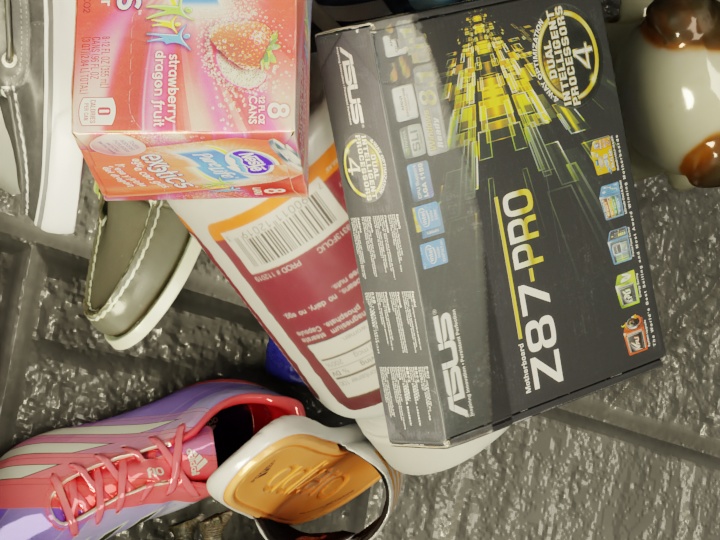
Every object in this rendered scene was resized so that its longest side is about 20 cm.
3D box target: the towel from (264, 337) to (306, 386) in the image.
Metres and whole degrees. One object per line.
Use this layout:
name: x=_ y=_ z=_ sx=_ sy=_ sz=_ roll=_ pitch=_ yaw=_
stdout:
towel: x=0.038 y=-0.020 z=1.228 sx=0.146 sy=0.050 sz=0.202 roll=2 pitch=117 yaw=-25

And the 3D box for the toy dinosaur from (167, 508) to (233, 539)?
toy dinosaur: x=-0.091 y=0.187 z=1.164 sx=0.199 sy=0.077 sz=0.103 roll=-25 pitch=93 yaw=-41

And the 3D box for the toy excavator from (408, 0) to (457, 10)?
toy excavator: x=0.042 y=-0.169 z=1.100 sx=0.199 sy=0.194 sz=0.100 roll=-30 pitch=94 yaw=-23

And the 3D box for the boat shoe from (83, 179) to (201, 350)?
boat shoe: x=-0.109 y=-0.058 z=1.174 sx=0.060 sy=0.072 sz=0.203 roll=34 pitch=60 yaw=-33

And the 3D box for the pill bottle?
pill bottle: x=0.000 y=0.000 z=1.141 sx=0.114 sy=0.114 sz=0.201 roll=-52 pitch=120 yaw=-30

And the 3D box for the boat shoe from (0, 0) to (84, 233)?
boat shoe: x=-0.158 y=-0.116 z=1.030 sx=0.066 sy=0.070 sz=0.202 roll=-1 pitch=105 yaw=-7

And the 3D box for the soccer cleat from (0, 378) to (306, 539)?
soccer cleat: x=-0.116 y=0.103 z=1.149 sx=0.199 sy=0.076 sz=0.067 roll=-22 pitch=98 yaw=-40

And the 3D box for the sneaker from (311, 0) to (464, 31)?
sneaker: x=0.014 y=-0.163 z=1.225 sx=0.199 sy=0.085 sz=0.075 roll=35 pitch=54 yaw=-3

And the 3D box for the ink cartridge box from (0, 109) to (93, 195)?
ink cartridge box: x=-0.196 y=-0.150 z=1.097 sx=0.200 sy=0.087 sz=0.146 roll=37 pitch=65 yaw=-34

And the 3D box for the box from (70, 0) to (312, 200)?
box: x=-0.072 y=-0.140 z=1.028 sx=0.102 sy=0.095 sz=0.202 roll=-1 pitch=74 yaw=3

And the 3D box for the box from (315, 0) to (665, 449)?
box: x=0.065 y=-0.031 z=1.094 sx=0.160 sy=0.049 sz=0.202 roll=-15 pitch=98 yaw=-39

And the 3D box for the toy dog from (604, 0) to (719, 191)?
toy dog: x=0.153 y=-0.106 z=1.309 sx=0.193 sy=0.199 sz=0.141 roll=-11 pitch=93 yaw=-40

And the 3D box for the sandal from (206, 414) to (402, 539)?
sandal: x=-0.022 y=0.122 z=1.175 sx=0.059 sy=0.079 sz=0.207 roll=52 pitch=9 yaw=16
